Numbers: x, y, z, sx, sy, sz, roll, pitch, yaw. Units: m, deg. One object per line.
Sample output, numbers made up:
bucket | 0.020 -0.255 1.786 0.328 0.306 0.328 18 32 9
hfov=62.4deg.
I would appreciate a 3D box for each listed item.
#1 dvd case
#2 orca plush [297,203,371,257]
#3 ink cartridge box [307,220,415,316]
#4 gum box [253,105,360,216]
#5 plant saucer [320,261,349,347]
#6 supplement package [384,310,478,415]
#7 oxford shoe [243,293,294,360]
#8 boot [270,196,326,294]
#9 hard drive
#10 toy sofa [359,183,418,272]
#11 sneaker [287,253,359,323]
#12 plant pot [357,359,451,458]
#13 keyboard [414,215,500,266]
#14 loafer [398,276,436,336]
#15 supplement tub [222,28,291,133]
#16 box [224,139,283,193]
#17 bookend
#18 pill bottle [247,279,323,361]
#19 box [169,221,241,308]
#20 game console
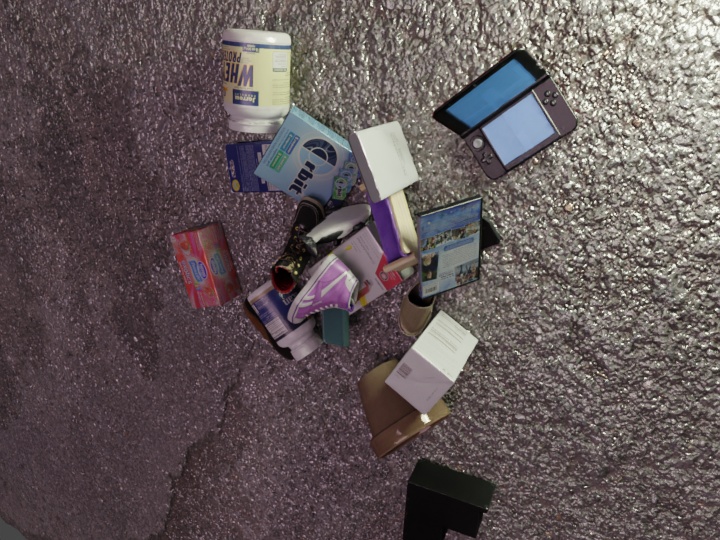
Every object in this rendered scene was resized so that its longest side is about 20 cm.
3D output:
dvd case | 0.180 -0.044 1.195 0.018 0.142 0.201 -130 27 -50
orca plush | -0.047 -0.075 1.286 0.104 0.200 0.072 16 129 23
ink cartridge box | 0.000 0.000 1.347 0.199 0.083 0.146 -34 90 32
gum box | -0.105 -0.231 1.295 0.199 0.045 0.170 30 122 -14
plant saucer | -0.060 0.081 1.349 0.069 0.019 0.202 10 113 25
supplement package | 0.156 0.191 1.269 0.109 0.200 0.114 39 120 8
oxford shoe | -0.231 0.149 1.541 0.200 0.071 0.071 52 150 1
boot | -0.142 -0.053 1.329 0.073 0.151 0.201 24 141 1
hard drive | 0.050 -0.219 1.173 0.026 0.200 0.133 -16 101 31
toy sofa | 0.061 -0.103 1.233 0.082 0.097 0.202 -25 73 33
sneaker | -0.078 0.072 1.303 0.114 0.073 0.201 42 123 5
plant pot | 0.084 0.307 1.375 0.200 0.199 0.175 -43 67 32
keyboard | 0.189 -0.075 1.262 0.199 0.040 0.104 -19 122 30
loafer | 0.127 0.070 1.314 0.075 0.068 0.201 28 122 15
supplement tub | -0.222 -0.406 1.275 0.144 0.145 0.202 13 114 22
box | -0.225 -0.245 1.401 0.198 0.032 0.122 3 109 24
bookend | 0.213 0.594 1.451 0.198 0.092 0.200 11 114 21
pill bottle | -0.180 0.118 1.465 0.111 0.111 0.201 -33 92 32
box | -0.397 -0.013 1.537 0.102 0.095 0.202 -6 105 27
game console | 0.266 -0.277 1.091 0.199 0.119 0.173 -32 92 32
